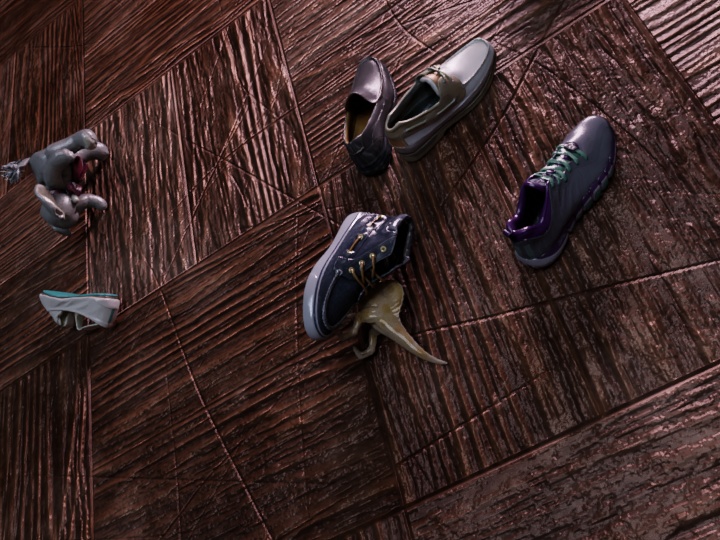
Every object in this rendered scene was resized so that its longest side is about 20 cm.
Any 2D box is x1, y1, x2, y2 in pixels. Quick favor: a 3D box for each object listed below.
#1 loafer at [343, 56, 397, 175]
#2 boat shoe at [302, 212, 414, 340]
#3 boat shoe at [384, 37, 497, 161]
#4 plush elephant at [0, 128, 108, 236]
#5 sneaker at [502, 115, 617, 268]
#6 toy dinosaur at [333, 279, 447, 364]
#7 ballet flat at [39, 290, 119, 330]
[{"bbox_3d":[0.010,-0.242,1.095,0.072,0.072,0.203,-18,57,26],"label":"loafer"},{"bbox_3d":[0.000,0.000,0.925,0.089,0.071,0.202,-1,47,31],"label":"boat shoe"},{"bbox_3d":[0.112,-0.246,1.030,0.201,0.068,0.075,-52,50,0],"label":"boat shoe"},{"bbox_3d":[-0.551,-0.152,1.393,0.197,0.157,0.164,-23,3,-17],"label":"plush elephant"},{"bbox_3d":[0.233,-0.104,0.860,0.074,0.087,0.202,21,79,39],"label":"sneaker"},{"bbox_3d":[0.020,0.060,0.939,0.101,0.058,0.201,-40,50,9],"label":"toy dinosaur"},{"bbox_3d":[-0.494,0.070,1.288,0.197,0.069,0.071,2,67,34],"label":"ballet flat"}]
